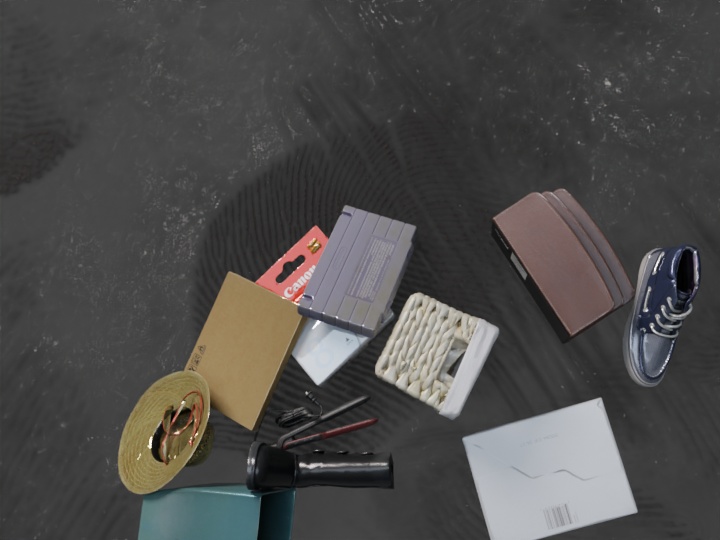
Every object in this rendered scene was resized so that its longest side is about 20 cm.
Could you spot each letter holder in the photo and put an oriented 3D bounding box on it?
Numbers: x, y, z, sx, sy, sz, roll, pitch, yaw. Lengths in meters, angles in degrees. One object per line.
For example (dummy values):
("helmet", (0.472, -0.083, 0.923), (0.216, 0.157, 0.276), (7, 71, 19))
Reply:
("letter holder", (0.302, -0.020, 1.231), (0.141, 0.101, 0.202), (-32, 77, 1))

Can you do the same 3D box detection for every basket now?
("basket", (0.099, 0.112, 1.176), (0.122, 0.200, 0.137), (27, 86, 2))

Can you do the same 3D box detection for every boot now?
("boot", (-0.052, 0.284, 1.202), (0.196, 0.165, 0.067), (4, 80, 7))
("boot", (0.426, 0.063, 1.192), (0.072, 0.090, 0.204), (9, 82, -9))

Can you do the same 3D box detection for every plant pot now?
("plant pot", (-0.216, 0.381, 1.241), (0.197, 0.141, 0.144), (4, 81, 17))

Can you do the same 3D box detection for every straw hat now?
("straw hat", (-0.270, 0.256, 1.287), (0.199, 0.085, 0.204), (-24, 49, 30))

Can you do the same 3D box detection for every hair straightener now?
("hair straightener", (-0.075, 0.224, 1.293), (0.197, 0.041, 0.078), (-19, 78, 11))

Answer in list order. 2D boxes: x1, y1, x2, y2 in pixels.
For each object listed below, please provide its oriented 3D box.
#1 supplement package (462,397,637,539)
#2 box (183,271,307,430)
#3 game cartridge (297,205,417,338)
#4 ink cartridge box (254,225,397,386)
("supplement package", (0.260, 0.282, 1.182), (0.197, 0.111, 0.158), (-17, 78, 7))
("box", (-0.182, 0.122, 1.309), (0.162, 0.021, 0.202), (23, 86, 28))
("game cartridge", (0.000, 0.000, 1.275), (0.128, 0.039, 0.202), (19, 57, 8))
("ink cartridge box", (-0.065, 0.051, 1.309), (0.160, 0.047, 0.200), (-42, 78, 1))
